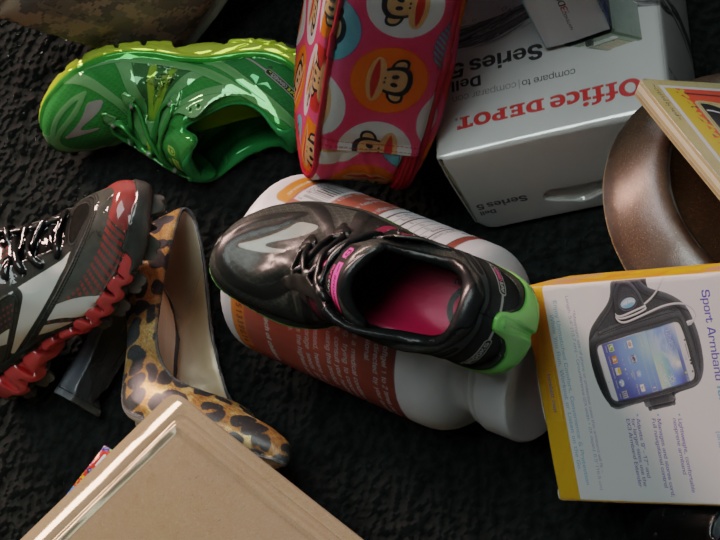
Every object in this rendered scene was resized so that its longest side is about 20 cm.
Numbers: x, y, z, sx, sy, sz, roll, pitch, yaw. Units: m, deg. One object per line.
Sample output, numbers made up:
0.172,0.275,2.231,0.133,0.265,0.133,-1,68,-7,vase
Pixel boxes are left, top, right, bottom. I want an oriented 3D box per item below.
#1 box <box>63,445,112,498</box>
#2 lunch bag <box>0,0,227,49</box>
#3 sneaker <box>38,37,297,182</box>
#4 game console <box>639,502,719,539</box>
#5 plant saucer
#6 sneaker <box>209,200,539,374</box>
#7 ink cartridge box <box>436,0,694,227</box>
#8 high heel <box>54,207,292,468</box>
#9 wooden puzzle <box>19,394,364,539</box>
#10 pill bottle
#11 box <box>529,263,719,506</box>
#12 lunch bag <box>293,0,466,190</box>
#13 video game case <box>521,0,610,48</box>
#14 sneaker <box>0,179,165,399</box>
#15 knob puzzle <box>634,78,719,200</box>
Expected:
-0.107,0.239,1.255,0.200,0.122,0.193,29,75,34,box
-0.146,-0.247,1.485,0.200,0.164,0.118,-48,49,28,lunch bag
-0.123,-0.101,1.489,0.199,0.074,0.084,-6,56,21,sneaker
0.221,0.228,1.144,0.176,0.116,0.201,0,78,57,game console
0.232,-0.034,1.253,0.199,0.032,0.201,7,57,-11,plant saucer
0.000,0.000,1.230,0.199,0.084,0.077,11,81,31,sneaker
0.122,-0.142,1.395,0.145,0.084,0.201,-12,57,17,ink cartridge box
-0.091,0.039,1.392,0.200,0.071,0.143,18,77,41,high heel
-0.103,0.174,1.190,0.185,0.037,0.200,-44,48,-16,wooden puzzle
0.026,0.025,1.325,0.199,0.112,0.112,23,73,33,pill bottle
0.168,0.058,1.170,0.200,0.041,0.120,-5,96,52,box
0.008,-0.166,1.360,0.082,0.201,0.176,6,34,-12,lunch bag
0.083,-0.259,1.317,0.045,0.181,0.201,-18,55,15,video game case
-0.198,0.003,1.399,0.200,0.098,0.071,-41,32,38,sneaker
0.267,-0.054,1.190,0.220,0.219,0.031,39,127,36,knob puzzle
